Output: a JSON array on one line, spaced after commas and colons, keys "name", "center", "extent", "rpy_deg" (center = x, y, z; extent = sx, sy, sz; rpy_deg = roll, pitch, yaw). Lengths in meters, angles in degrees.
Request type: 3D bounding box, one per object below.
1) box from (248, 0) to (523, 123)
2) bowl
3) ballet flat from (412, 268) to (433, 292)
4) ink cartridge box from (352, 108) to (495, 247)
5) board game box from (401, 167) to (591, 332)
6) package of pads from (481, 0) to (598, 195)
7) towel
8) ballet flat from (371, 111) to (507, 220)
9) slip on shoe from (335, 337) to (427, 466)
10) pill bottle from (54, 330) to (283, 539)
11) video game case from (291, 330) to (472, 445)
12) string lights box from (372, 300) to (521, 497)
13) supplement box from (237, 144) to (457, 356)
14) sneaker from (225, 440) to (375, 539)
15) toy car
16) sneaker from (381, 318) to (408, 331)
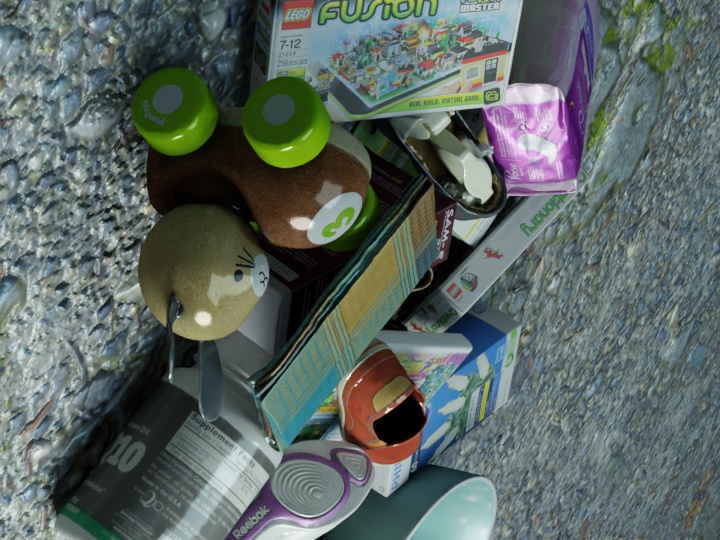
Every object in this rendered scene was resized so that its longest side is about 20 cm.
[{"name": "box", "center": [0.019, -0.167, 1.302], "extent": [0.199, 0.035, 0.111], "rpy_deg": [-8, 128, -22]}, {"name": "bowl", "center": [0.034, 0.267, 1.747], "extent": [0.201, 0.105, 0.202], "rpy_deg": [-40, 145, -35]}, {"name": "ballet flat", "center": [0.000, 0.000, 1.478], "extent": [0.200, 0.072, 0.068], "rpy_deg": [1, 114, -59]}, {"name": "ink cartridge box", "center": [0.072, -0.103, 1.515], "extent": [0.104, 0.059, 0.200], "rpy_deg": [-57, 152, -3]}, {"name": "board game box", "center": [0.122, -0.014, 1.648], "extent": [0.200, 0.035, 0.126], "rpy_deg": [-45, 179, -27]}, {"name": "package of pads", "center": [0.153, -0.171, 1.486], "extent": [0.121, 0.075, 0.201], "rpy_deg": [72, 24, -43]}, {"name": "towel", "center": [-0.010, 0.033, 1.285], "extent": [0.200, 0.022, 0.147], "rpy_deg": [-52, 164, -15]}, {"name": "ballet flat", "center": [0.059, -0.111, 1.404], "extent": [0.073, 0.073, 0.200], "rpy_deg": [-50, 127, -18]}, {"name": "slip on shoe", "center": [0.023, 0.121, 1.453], "extent": [0.074, 0.061, 0.200], "rpy_deg": [-39, 156, -11]}, {"name": "pill bottle", "center": [-0.131, 0.147, 1.354], "extent": [0.200, 0.113, 0.113], "rpy_deg": [-53, 151, -14]}, {"name": "video game case", "center": [-0.010, 0.123, 1.506], "extent": [0.182, 0.024, 0.200], "rpy_deg": [-52, 154, 19]}, {"name": "string lights box", "center": [0.070, 0.121, 1.718], "extent": [0.200, 0.059, 0.103], "rpy_deg": [-33, 141, -42]}, {"name": "supplement box", "center": [-0.031, -0.020, 1.360], "extent": [0.199, 0.109, 0.061], "rpy_deg": [-28, 140, -39]}, {"name": "sneaker", "center": [-0.080, 0.203, 1.447], "extent": [0.199, 0.075, 0.100], "rpy_deg": [-31, 171, -15]}, {"name": "toy car", "center": [-0.085, -0.007, 1.188], "extent": [0.164, 0.157, 0.201], "rpy_deg": [57, 44, -62]}, {"name": "sneaker", "center": [-0.028, 0.080, 1.504], "extent": [0.200, 0.074, 0.089], "rpy_deg": [9, 106, -60]}]
